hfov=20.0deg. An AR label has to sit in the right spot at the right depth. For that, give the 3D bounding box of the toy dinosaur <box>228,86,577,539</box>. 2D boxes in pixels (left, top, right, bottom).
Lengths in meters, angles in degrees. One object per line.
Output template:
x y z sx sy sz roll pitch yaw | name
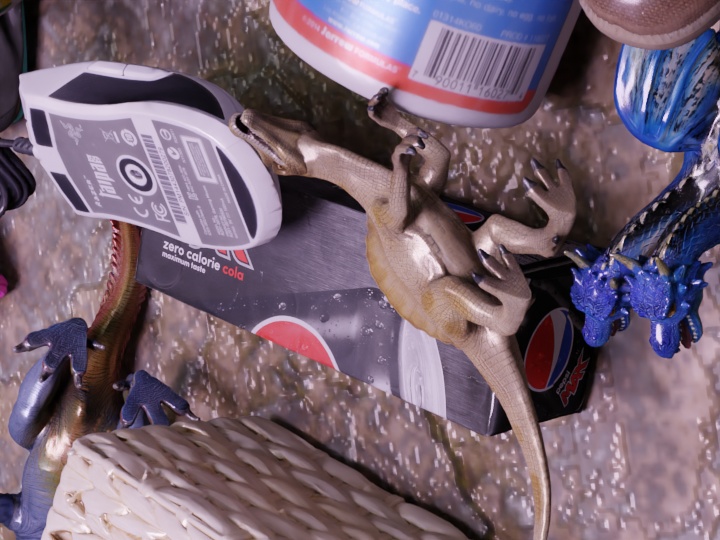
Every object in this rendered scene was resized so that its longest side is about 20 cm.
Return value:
0.037 0.004 0.728 0.200 0.058 0.101 54 148 5 | toy dinosaur

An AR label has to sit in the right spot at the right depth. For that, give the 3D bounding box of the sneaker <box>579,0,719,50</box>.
0.117 -0.170 0.647 0.070 0.076 0.200 24 84 26 | sneaker

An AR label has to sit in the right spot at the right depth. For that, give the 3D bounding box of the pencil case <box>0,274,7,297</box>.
-0.244 -0.064 1.023 0.088 0.088 0.200 -27 77 40 | pencil case

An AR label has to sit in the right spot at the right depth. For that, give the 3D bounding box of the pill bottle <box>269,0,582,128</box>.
0.049 -0.162 0.735 0.112 0.112 0.200 37 117 32 | pill bottle

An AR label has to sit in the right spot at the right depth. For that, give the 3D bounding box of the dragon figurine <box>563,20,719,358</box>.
0.126 -0.065 0.686 0.059 0.099 0.200 24 110 36 | dragon figurine

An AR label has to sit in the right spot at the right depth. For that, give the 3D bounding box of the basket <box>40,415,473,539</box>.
-0.030 0.152 0.829 0.200 0.135 0.124 28 109 36 | basket

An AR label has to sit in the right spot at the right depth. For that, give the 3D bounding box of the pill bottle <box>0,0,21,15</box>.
-0.182 -0.169 0.835 0.200 0.113 0.113 150 110 -83 | pill bottle

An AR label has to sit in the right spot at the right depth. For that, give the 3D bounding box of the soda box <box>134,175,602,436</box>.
0.000 0.000 0.829 0.200 0.063 0.071 21 109 38 | soda box

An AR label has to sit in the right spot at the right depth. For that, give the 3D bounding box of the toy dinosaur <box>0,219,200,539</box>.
-0.127 0.103 0.967 0.105 0.200 0.182 22 141 -1 | toy dinosaur

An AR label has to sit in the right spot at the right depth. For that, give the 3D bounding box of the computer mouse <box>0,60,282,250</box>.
-0.102 -0.054 0.831 0.200 0.044 0.110 13 136 35 | computer mouse

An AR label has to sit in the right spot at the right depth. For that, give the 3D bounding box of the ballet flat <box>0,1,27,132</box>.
-0.191 -0.161 0.970 0.068 0.068 0.200 8 100 45 | ballet flat
